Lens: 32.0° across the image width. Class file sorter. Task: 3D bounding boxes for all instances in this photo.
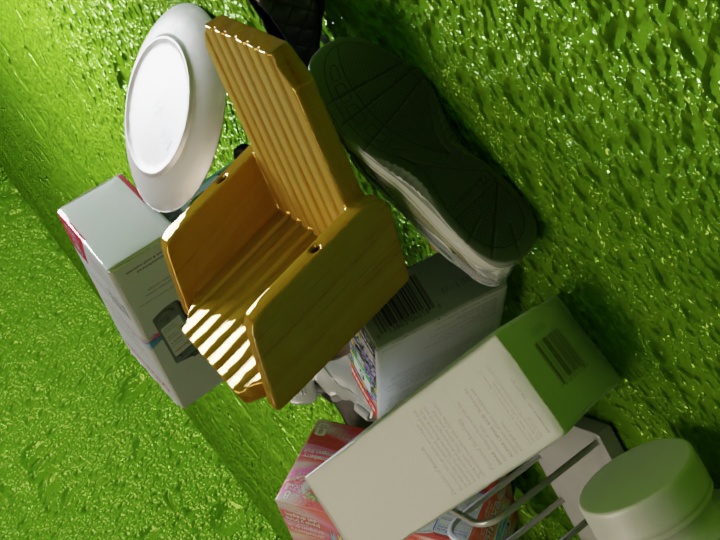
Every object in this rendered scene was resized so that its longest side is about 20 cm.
[{"bbox_3d":[0.158,0.225,0.993,0.201,0.124,0.139,60,164,-16],"label":"file sorter"}]

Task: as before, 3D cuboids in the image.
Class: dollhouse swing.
[{"bbox_3d":[-0.089,-0.046,0.882,0.176,0.182,0.200,49,173,-32],"label":"dollhouse swing"}]

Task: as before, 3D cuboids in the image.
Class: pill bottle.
[{"bbox_3d":[0.223,0.212,0.803,0.201,0.111,0.111,58,164,-9],"label":"pill bottle"}]

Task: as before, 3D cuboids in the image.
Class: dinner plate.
[{"bbox_3d":[-0.187,-0.157,1.204,0.199,0.024,0.202,-5,84,53],"label":"dinner plate"}]

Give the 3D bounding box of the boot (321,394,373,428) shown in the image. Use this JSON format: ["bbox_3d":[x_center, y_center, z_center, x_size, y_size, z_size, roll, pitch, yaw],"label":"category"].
[{"bbox_3d":[-0.009,0.094,1.236,0.199,0.070,0.132,31,149,42],"label":"boot"}]

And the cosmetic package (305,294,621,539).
[{"bbox_3d":[0.068,0.112,0.873,0.200,0.113,0.081,-42,80,33],"label":"cosmetic package"}]

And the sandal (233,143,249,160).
[{"bbox_3d":[-0.033,-0.057,1.150,0.200,0.048,0.076,37,157,17],"label":"sandal"}]

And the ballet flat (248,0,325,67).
[{"bbox_3d":[-0.057,-0.145,0.962,0.066,0.056,0.201,45,150,38],"label":"ballet flat"}]

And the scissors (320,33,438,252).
[{"bbox_3d":[0.022,-0.089,0.967,0.201,0.014,0.073,53,165,6],"label":"scissors"}]

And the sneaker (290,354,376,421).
[{"bbox_3d":[0.003,0.108,1.139,0.115,0.075,0.201,-44,62,30],"label":"sneaker"}]

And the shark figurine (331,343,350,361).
[{"bbox_3d":[-0.021,-0.008,1.065,0.215,0.128,0.090,56,173,2],"label":"shark figurine"}]

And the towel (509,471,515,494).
[{"bbox_3d":[0.077,0.117,1.195,0.200,0.024,0.147,46,162,30],"label":"towel"}]

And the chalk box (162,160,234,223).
[{"bbox_3d":[-0.130,-0.022,1.338,0.124,0.124,0.201,47,163,29],"label":"chalk box"}]

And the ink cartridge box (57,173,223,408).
[{"bbox_3d":[-0.219,0.021,1.304,0.147,0.085,0.201,39,157,45],"label":"ink cartridge box"}]

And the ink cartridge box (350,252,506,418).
[{"bbox_3d":[0.049,0.061,0.976,0.051,0.108,0.200,59,167,25],"label":"ink cartridge box"}]

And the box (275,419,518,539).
[{"bbox_3d":[0.035,0.223,1.170,0.198,0.103,0.095,8,137,26],"label":"box"}]

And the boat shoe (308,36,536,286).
[{"bbox_3d":[0.036,-0.073,0.857,0.202,0.074,0.065,46,157,10],"label":"boat shoe"}]
